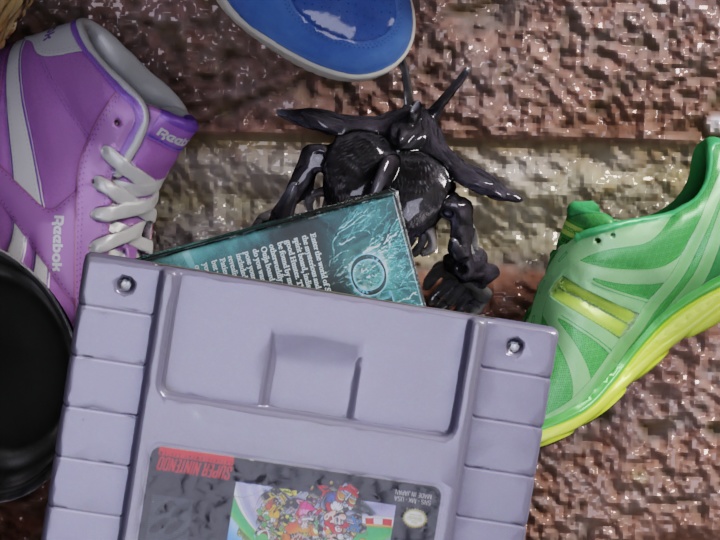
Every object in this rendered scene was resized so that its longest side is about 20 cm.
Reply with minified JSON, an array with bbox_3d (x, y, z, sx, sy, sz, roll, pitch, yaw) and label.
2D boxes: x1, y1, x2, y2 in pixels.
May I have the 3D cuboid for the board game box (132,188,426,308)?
[{"bbox_3d":[-0.023,0.079,0.984,0.134,0.028,0.201,-15,95,-5],"label":"board game box"}]

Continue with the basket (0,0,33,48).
[{"bbox_3d":[-0.227,-0.127,0.944,0.149,0.143,0.200,41,120,4],"label":"basket"}]

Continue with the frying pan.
[{"bbox_3d":[-0.184,0.070,1.007,0.115,0.031,0.190,43,116,13],"label":"frying pan"}]

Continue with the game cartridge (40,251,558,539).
[{"bbox_3d":[-0.025,0.072,0.954,0.199,0.038,0.131,9,89,-6],"label":"game cartridge"}]

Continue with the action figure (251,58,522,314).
[{"bbox_3d":[0.000,0.000,1.044,0.118,0.102,0.201,21,91,4],"label":"action figure"}]

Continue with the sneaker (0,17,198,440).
[{"bbox_3d":[-0.114,-0.015,1.025,0.114,0.073,0.201,-25,82,21],"label":"sneaker"}]

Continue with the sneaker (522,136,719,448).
[{"bbox_3d":[0.106,0.013,1.059,0.200,0.074,0.084,-38,98,-4],"label":"sneaker"}]

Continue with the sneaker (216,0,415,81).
[{"bbox_3d":[-0.038,-0.163,0.944,0.077,0.111,0.200,-37,101,-12],"label":"sneaker"}]
